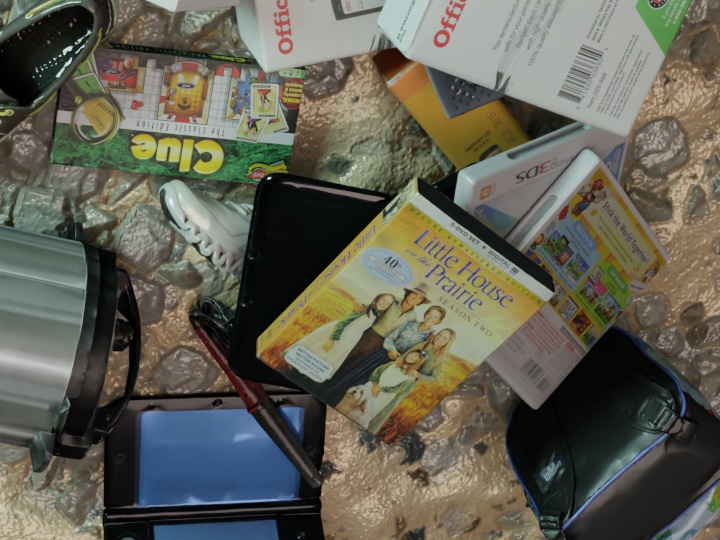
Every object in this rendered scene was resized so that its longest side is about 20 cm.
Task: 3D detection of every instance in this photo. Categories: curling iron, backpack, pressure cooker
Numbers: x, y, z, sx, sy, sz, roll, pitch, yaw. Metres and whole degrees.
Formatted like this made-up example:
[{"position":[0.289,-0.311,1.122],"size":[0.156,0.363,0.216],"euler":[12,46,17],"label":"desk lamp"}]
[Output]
[{"position":[-0.090,0.109,1.659],"size":[0.026,0.049,0.201],"euler":[-39,108,-30],"label":"curling iron"},{"position":[0.229,0.162,1.692],"size":[0.183,0.200,0.147],"euler":[-45,119,7],"label":"backpack"},{"position":[-0.273,0.056,1.529],"size":[0.199,0.179,0.177],"euler":[12,108,-18],"label":"pressure cooker"}]

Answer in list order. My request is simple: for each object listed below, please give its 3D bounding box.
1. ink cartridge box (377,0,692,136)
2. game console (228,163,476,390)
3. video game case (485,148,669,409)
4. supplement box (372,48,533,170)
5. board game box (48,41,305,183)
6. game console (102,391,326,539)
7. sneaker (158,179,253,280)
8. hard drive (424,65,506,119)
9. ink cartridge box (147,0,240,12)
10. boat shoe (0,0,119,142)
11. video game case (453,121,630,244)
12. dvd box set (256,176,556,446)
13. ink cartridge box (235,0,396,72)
[{"position":[0.134,-0.205,1.425],"size":[0.199,0.084,0.146],"euler":[18,107,-24],"label":"ink cartridge box"},{"position":[0.000,0.000,1.578],"size":[0.176,0.116,0.201],"euler":[-30,142,-46],"label":"game console"},{"position":[0.168,0.012,1.614],"size":[0.182,0.023,0.200],"euler":[-48,144,-2],"label":"video game case"},{"position":[0.098,-0.117,1.608],"size":[0.066,0.069,0.200],"euler":[-39,116,6],"label":"supplement box"},{"position":[-0.149,-0.128,1.564],"size":[0.199,0.023,0.105],"euler":[4,115,-16],"label":"board game box"},{"position":[-0.122,0.212,1.678],"size":[0.199,0.176,0.117],"euler":[-1,143,-13],"label":"game console"},{"position":[-0.086,-0.027,1.604],"size":[0.200,0.075,0.081],"euler":[36,94,-34],"label":"sneaker"},{"position":[0.091,-0.230,1.473],"size":[0.134,0.042,0.201],"euler":[-23,118,-7],"label":"hard drive"},{"position":[-0.144,-0.307,1.407],"size":[0.085,0.147,0.201],"euler":[-15,125,-55],"label":"ink cartridge box"},{"position":[-0.274,-0.152,1.486],"size":[0.201,0.061,0.072],"euler":[-40,102,13],"label":"boat shoe"},{"position":[0.142,-0.027,1.586],"size":[0.182,0.022,0.201],"euler":[-24,138,-32],"label":"video game case"},{"position":[0.035,0.037,1.505],"size":[0.146,0.029,0.200],"euler":[36,117,-21],"label":"dvd box set"},{"position":[0.000,-0.251,1.509],"size":[0.199,0.084,0.147],"euler":[-14,117,-10],"label":"ink cartridge box"}]
